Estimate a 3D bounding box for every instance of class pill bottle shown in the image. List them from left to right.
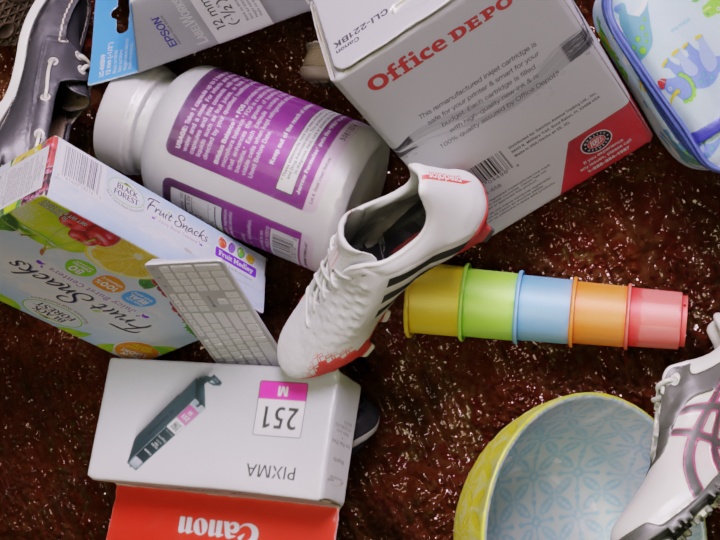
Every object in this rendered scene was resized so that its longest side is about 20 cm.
[{"bbox_3d":[-0.088,-0.082,0.970,0.199,0.112,0.113,23,101,11],"label":"pill bottle"}]

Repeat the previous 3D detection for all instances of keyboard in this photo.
[{"bbox_3d":[-0.092,0.044,0.957,0.056,0.200,0.011,3,61,18],"label":"keyboard"}]

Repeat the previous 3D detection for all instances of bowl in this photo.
[{"bbox_3d":[0.134,0.190,0.932,0.107,0.199,0.202,-16,92,58],"label":"bowl"}]

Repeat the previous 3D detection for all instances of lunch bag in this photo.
[{"bbox_3d":[0.268,-0.166,0.871,0.199,0.082,0.161,-31,92,4],"label":"lunch bag"}]

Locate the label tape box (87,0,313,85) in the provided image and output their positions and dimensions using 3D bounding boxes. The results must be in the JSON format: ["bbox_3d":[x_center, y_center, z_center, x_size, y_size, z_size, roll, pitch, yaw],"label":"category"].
[{"bbox_3d":[-0.116,-0.228,0.949,0.198,0.066,0.144,-15,51,14],"label":"label tape box"}]

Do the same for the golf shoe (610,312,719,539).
[{"bbox_3d":[0.222,0.117,0.905,0.088,0.077,0.200,41,67,16],"label":"golf shoe"}]

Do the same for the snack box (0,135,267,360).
[{"bbox_3d":[-0.185,-0.007,0.946,0.142,0.199,0.053,-21,53,36],"label":"snack box"}]

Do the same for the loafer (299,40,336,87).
[{"bbox_3d":[0.048,-0.181,0.948,0.198,0.076,0.068,-16,91,5],"label":"loafer"}]

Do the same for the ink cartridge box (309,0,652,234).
[{"bbox_3d":[0.081,-0.130,0.874,0.144,0.200,0.084,-31,48,15],"label":"ink cartridge box"}]

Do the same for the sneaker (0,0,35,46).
[{"bbox_3d":[-0.251,-0.272,1.026,0.075,0.070,0.201,35,102,29],"label":"sneaker"}]

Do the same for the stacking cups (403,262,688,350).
[{"bbox_3d":[0.133,0.025,0.958,0.198,0.060,0.061,4,97,9],"label":"stacking cups"}]

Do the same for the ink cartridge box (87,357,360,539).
[{"bbox_3d":[-0.107,0.156,0.967,0.198,0.044,0.175,1,72,25],"label":"ink cartridge box"}]

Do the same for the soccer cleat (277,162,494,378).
[{"bbox_3d":[0.000,0.000,0.883,0.200,0.085,0.069,-40,54,27],"label":"soccer cleat"}]

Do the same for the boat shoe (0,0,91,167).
[{"bbox_3d":[-0.229,-0.130,0.988,0.060,0.074,0.201,10,58,8],"label":"boat shoe"}]

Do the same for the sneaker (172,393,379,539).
[{"bbox_3d":[-0.057,0.169,1.024,0.199,0.072,0.083,-36,120,11],"label":"sneaker"}]
